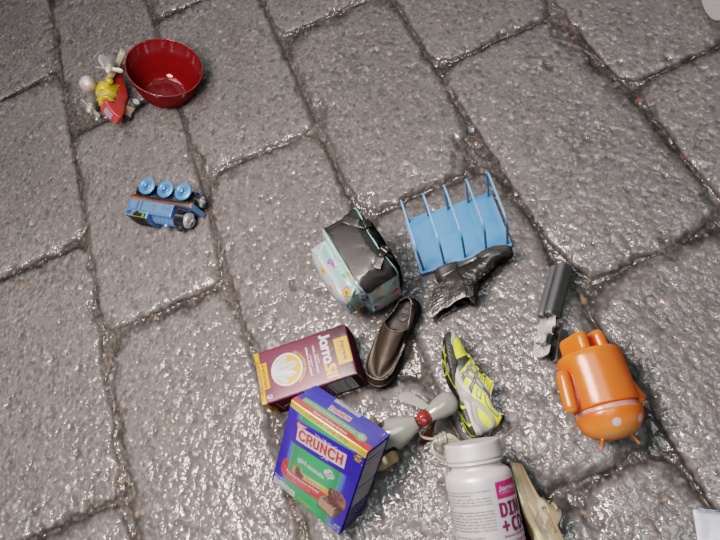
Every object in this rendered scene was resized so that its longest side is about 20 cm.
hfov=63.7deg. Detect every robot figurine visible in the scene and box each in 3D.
[{"bbox_3d":[0.417,0.205,1.007,0.116,0.144,0.201,-24,62,26],"label":"robot figurine"}]

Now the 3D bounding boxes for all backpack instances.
[{"bbox_3d":[0.000,0.000,1.170,0.153,0.200,0.176,-37,66,2],"label":"backpack"}]

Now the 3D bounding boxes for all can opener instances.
[{"bbox_3d":[0.375,0.082,1.120,0.066,0.053,0.201,21,71,-14],"label":"can opener"}]

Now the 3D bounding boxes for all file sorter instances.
[{"bbox_3d":[0.196,-0.101,1.204,0.199,0.123,0.139,-17,63,6],"label":"file sorter"}]

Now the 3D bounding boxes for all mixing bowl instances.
[{"bbox_3d":[-0.533,-0.520,1.584,0.199,0.108,0.201,6,64,-12],"label":"mixing bowl"}]

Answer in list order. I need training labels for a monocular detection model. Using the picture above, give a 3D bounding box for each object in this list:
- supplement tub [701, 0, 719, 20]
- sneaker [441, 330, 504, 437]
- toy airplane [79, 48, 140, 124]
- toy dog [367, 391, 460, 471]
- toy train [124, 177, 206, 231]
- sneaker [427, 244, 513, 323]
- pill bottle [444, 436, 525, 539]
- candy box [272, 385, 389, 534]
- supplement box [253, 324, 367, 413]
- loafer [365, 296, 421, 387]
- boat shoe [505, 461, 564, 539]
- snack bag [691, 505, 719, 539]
[{"bbox_3d":[0.873,-0.641,1.260,0.199,0.140,0.141,-17,63,7],"label":"supplement tub"},{"bbox_3d":[0.207,0.209,1.095,0.076,0.075,0.201,-14,71,-4],"label":"sneaker"},{"bbox_3d":[-0.708,-0.522,1.610,0.199,0.141,0.201,28,112,43],"label":"toy airplane"},{"bbox_3d":[0.084,0.294,1.077,0.199,0.096,0.132,-7,79,-2],"label":"toy dog"},{"bbox_3d":[-0.480,-0.159,1.438,0.199,0.087,0.115,11,78,17],"label":"toy train"},{"bbox_3d":[0.224,0.027,1.175,0.199,0.060,0.105,-19,61,12],"label":"sneaker"},{"bbox_3d":[0.204,0.386,0.959,0.113,0.113,0.201,-12,77,10],"label":"pill bottle"},{"bbox_3d":[-0.058,0.336,1.035,0.169,0.077,0.201,28,116,25],"label":"candy box"},{"bbox_3d":[-0.101,0.199,1.165,0.199,0.086,0.111,-19,62,5],"label":"supplement box"},{"bbox_3d":[0.058,0.134,1.160,0.073,0.071,0.201,16,71,21],"label":"loafer"},{"bbox_3d":[0.302,0.416,0.970,0.065,0.072,0.201,-15,62,-6],"label":"boat shoe"},{"bbox_3d":[0.623,0.472,0.881,0.188,0.021,0.201,-2,65,15],"label":"snack bag"}]
